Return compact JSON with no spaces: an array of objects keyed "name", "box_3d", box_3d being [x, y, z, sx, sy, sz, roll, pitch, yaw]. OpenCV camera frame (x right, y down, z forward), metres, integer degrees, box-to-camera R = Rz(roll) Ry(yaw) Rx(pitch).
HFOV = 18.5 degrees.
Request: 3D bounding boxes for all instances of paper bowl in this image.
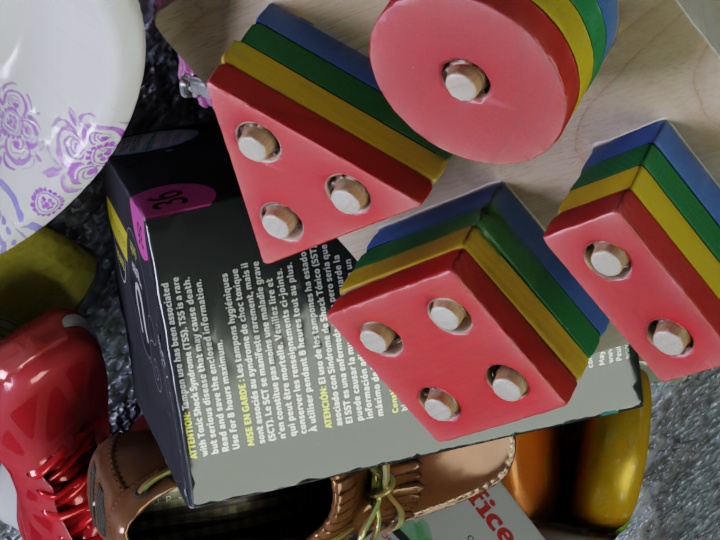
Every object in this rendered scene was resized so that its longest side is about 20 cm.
[{"name":"paper bowl","box_3d":[-0.183,-0.088,0.767,0.199,0.105,0.201,-17,146,-12]}]

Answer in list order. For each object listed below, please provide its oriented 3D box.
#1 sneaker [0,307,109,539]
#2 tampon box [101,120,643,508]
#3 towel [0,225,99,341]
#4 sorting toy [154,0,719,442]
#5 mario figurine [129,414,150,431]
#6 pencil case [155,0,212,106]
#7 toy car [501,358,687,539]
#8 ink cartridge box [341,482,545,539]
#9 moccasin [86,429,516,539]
[{"name":"sneaker","box_3d":[-0.121,0.104,1.031,0.078,0.116,0.200,-36,159,-17]},{"name":"tampon box","box_3d":[0.000,0.000,0.945,0.198,0.150,0.127,-11,107,-12]},{"name":"towel","box_3d":[-0.212,0.018,0.955,0.144,0.023,0.200,-44,146,10]},{"name":"sorting toy","box_3d":[0.040,-0.036,0.762,0.199,0.199,0.070,-20,-151,46]},{"name":"mario figurine","box_3d":[-0.030,0.099,1.116,0.199,0.107,0.123,-31,143,18]},{"name":"pencil case","box_3d":[-0.055,-0.142,0.851,0.082,0.087,0.200,-2,148,14]},{"name":"toy car","box_3d":[0.106,0.097,1.242,0.200,0.148,0.177,54,44,-80]},{"name":"ink cartridge box","box_3d":[0.009,0.188,1.068,0.200,0.145,0.084,-35,174,-37]},{"name":"moccasin","box_3d":[-0.020,0.092,0.988,0.200,0.078,0.074,-2,109,-24]}]
